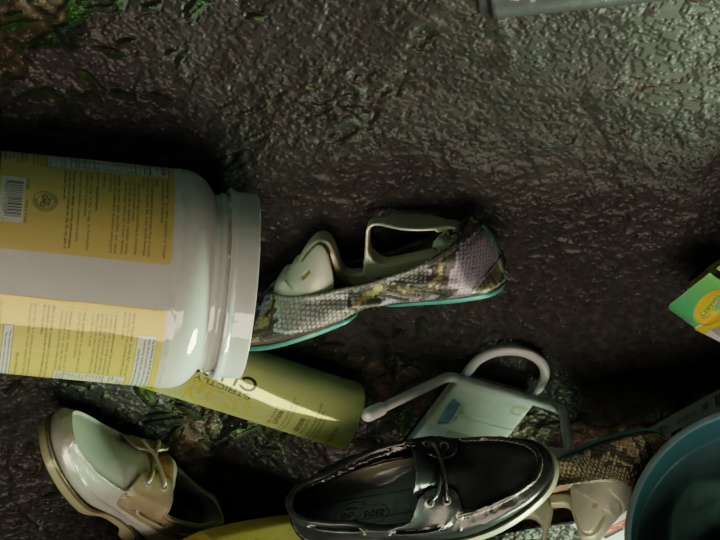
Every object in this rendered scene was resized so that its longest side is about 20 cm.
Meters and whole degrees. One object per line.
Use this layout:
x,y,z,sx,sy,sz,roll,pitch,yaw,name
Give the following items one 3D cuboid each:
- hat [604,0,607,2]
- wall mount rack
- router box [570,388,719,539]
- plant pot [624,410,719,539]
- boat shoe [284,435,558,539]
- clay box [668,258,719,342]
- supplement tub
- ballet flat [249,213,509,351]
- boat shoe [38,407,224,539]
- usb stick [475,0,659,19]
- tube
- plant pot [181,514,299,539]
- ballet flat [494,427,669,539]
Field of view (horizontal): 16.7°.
0.171,-0.282,1.381,0.166,0.176,0.200,44,88,-10,hat
0.055,0.133,1.811,0.173,0.075,0.200,15,135,-19,wall mount rack
0.289,0.172,1.886,0.199,0.049,0.179,-32,131,30,router box
0.292,0.225,1.778,0.198,0.201,0.188,-5,154,4,plant pot
0.038,0.151,1.723,0.198,0.075,0.066,-9,153,17,boat shoe
0.322,0.022,1.717,0.199,0.048,0.115,27,131,-27,clay box
-0.171,0.001,1.598,0.198,0.146,0.146,6,138,-9,supplement tub
0.000,0.000,1.676,0.199,0.072,0.072,-13,138,12,ballet flat
-0.170,0.153,1.834,0.068,0.075,0.200,-19,147,16,boat shoe
0.167,-0.185,1.484,0.198,0.033,0.056,-6,140,4,usb stick
-0.096,0.079,1.766,0.199,0.052,0.058,19,92,-16,tube
-0.103,0.297,1.864,0.199,0.201,0.176,-28,150,27,plant pot
0.131,0.171,1.758,0.198,0.076,0.068,-12,140,6,ballet flat
